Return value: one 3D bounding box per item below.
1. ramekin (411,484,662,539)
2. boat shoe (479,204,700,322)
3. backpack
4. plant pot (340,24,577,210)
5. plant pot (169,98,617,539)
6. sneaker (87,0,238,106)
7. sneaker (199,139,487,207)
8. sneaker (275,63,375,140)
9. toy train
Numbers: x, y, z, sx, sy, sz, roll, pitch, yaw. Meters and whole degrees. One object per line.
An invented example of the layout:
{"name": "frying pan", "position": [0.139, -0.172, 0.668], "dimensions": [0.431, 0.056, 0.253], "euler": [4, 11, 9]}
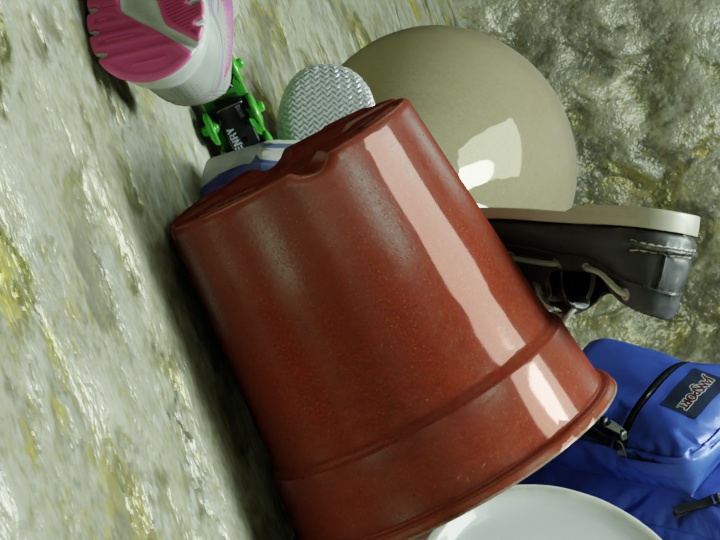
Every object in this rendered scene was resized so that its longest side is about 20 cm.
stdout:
{"name": "ramekin", "position": [0.092, 0.206, 1.279], "dimensions": [0.105, 0.200, 0.200], "euler": [110, -23, -44]}
{"name": "boat shoe", "position": [0.109, -0.002, 1.367], "dimensions": [0.073, 0.200, 0.063], "euler": [7, 86, -36]}
{"name": "backpack", "position": [0.187, 0.141, 1.422], "dimensions": [0.163, 0.200, 0.168], "euler": [-44, 139, -41]}
{"name": "plant pot", "position": [0.038, -0.060, 1.685], "dimensions": [0.201, 0.200, 0.134], "euler": [69, 20, -7]}
{"name": "plant pot", "position": [0.006, 0.024, 1.325], "dimensions": [0.196, 0.200, 0.201], "euler": [62, 10, -8]}
{"name": "sneaker", "position": [-0.114, -0.172, 1.354], "dimensions": [0.088, 0.081, 0.200], "euler": [57, 24, -60]}
{"name": "sneaker", "position": [0.001, 0.000, 1.446], "dimensions": [0.199, 0.081, 0.115], "euler": [19, 71, -31]}
{"name": "sneaker", "position": [-0.022, -0.023, 1.564], "dimensions": [0.114, 0.075, 0.200], "euler": [111, -20, -76]}
{"name": "toy train", "position": [-0.099, -0.139, 1.475], "dimensions": [0.056, 0.042, 0.200], "euler": [-116, -179, -58]}
